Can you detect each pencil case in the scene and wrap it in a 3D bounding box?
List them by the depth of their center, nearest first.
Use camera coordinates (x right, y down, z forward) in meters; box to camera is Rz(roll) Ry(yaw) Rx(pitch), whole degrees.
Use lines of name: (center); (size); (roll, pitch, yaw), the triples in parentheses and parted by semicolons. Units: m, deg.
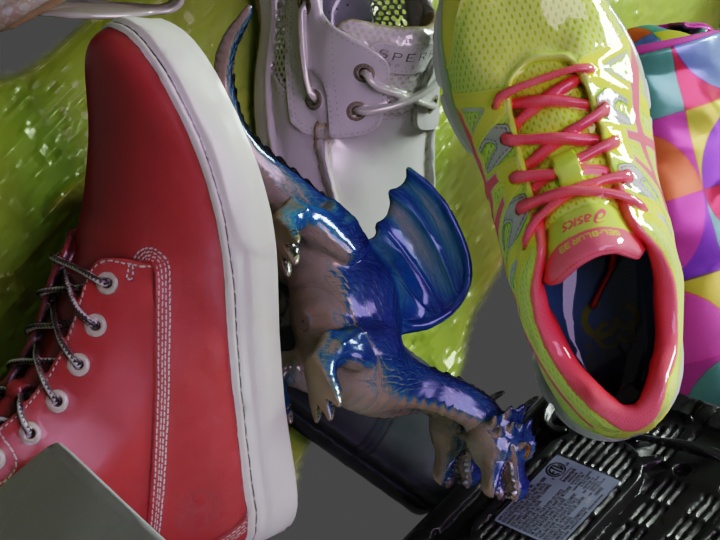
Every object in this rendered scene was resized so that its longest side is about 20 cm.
pencil case: (0.145, -0.009, 1.050); (0.088, 0.088, 0.202); (-26, 104, -38)

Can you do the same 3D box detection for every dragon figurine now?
dragon figurine: (0.000, 0.000, 0.900); (0.099, 0.059, 0.202); (-17, 86, -42)

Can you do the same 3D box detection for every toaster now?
toaster: (0.114, 0.139, 0.939); (0.200, 0.180, 0.119); (-42, 138, -34)

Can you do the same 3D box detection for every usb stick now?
usb stick: (-0.025, 0.029, 0.938); (0.200, 0.032, 0.056); (38, 69, -31)

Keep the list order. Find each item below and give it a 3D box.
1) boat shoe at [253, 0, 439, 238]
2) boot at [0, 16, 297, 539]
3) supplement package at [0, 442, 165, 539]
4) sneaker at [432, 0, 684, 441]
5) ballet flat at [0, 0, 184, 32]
boat shoe: (0.001, -0.084, 0.943); (0.070, 0.069, 0.202); (-16, 97, -38)
boot: (-0.103, 0.022, 0.828); (0.143, 0.072, 0.202); (-17, 112, -26)
supplement package: (-0.095, 0.203, 0.761); (0.191, 0.147, 0.201); (-38, 112, -11)
sneaker: (0.081, -0.030, 0.892); (0.078, 0.090, 0.202); (-19, 96, 3)
ballet flat: (-0.058, -0.130, 0.882); (0.198, 0.067, 0.063); (-15, 108, -13)
